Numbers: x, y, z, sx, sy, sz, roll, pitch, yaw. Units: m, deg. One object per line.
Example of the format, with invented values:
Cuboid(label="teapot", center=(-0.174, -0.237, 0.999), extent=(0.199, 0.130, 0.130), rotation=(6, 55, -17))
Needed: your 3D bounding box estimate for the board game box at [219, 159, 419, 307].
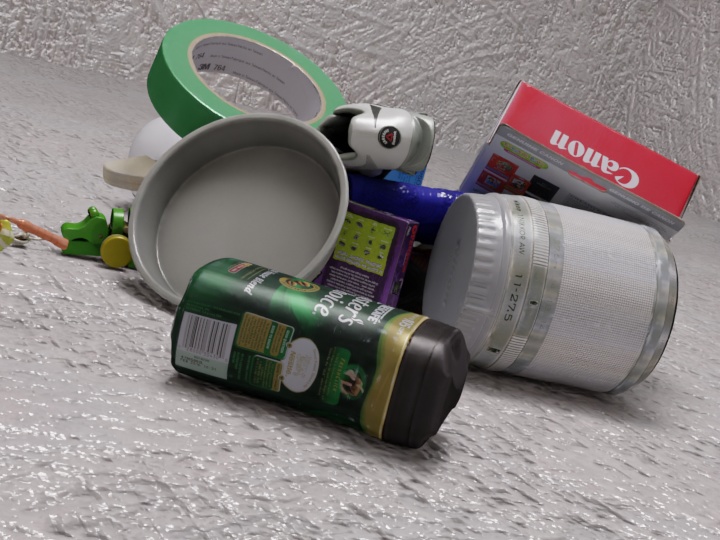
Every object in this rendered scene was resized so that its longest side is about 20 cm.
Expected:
Cuboid(label="board game box", center=(-0.053, -0.016, 1.095), extent=(0.200, 0.120, 0.032), rotation=(20, 7, 25))

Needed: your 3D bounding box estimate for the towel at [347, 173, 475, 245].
Cuboid(label="towel", center=(0.045, -0.055, 1.187), extent=(0.200, 0.050, 0.148), rotation=(7, -1, -26))

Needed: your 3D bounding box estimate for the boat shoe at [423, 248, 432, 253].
Cuboid(label="boat shoe", center=(0.122, 0.023, 1.314), extent=(0.201, 0.063, 0.073), rotation=(12, -26, -43))

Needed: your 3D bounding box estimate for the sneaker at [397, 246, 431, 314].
Cuboid(label="sneaker", center=(0.000, 0.000, 1.213), extent=(0.200, 0.071, 0.098), rotation=(18, 11, 28))

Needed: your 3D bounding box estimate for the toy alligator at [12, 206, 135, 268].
Cuboid(label="toy alligator", center=(-0.234, -0.036, 1.129), extent=(0.200, 0.054, 0.059), rotation=(11, 11, -19))

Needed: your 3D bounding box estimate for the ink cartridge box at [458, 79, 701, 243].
Cuboid(label="ink cartridge box", center=(0.217, -0.092, 1.184), extent=(0.200, 0.084, 0.176), rotation=(28, -19, 1))

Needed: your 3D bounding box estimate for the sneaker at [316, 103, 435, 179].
Cuboid(label="sneaker", center=(-0.003, -0.125, 1.124), extent=(0.088, 0.074, 0.200), rotation=(9, -3, -15))

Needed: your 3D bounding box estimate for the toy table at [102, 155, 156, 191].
Cuboid(label="toy table", center=(-0.156, -0.093, 1.255), extent=(0.200, 0.184, 0.117), rotation=(-3, 33, -38))

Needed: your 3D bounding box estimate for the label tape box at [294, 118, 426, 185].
Cuboid(label="label tape box", center=(-0.020, -0.091, 1.450), extent=(0.066, 0.143, 0.200), rotation=(6, 14, -38))

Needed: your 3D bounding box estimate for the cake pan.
Cuboid(label="cake pan", center=(-0.103, -0.046, 1.054), extent=(0.200, 0.200, 0.037), rotation=(20, -21, 24))

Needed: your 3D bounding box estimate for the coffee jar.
Cuboid(label="coffee jar", center=(-0.025, 0.057, 0.852), extent=(0.200, 0.085, 0.104), rotation=(17, 11, 11))

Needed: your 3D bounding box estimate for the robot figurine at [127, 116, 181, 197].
Cuboid(label="robot figurine", center=(-0.177, -0.114, 1.429), extent=(0.200, 0.150, 0.125), rotation=(6, 47, -40))

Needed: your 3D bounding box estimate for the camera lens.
Cuboid(label="camera lens", center=(0.173, 0.021, 1.098), extent=(0.200, 0.160, 0.160), rotation=(12, 11, -12))

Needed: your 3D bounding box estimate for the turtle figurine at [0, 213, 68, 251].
Cuboid(label="turtle figurine", center=(-0.328, -0.015, 0.875), extent=(0.200, 0.064, 0.161), rotation=(-5, 13, -37))

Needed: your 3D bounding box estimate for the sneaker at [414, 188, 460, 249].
Cuboid(label="sneaker", center=(0.090, -0.036, 1.335), extent=(0.200, 0.075, 0.087), rotation=(-9, -24, 10))

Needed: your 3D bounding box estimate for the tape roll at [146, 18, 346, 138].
Cuboid(label="tape roll", center=(-0.111, -0.174, 1.208), extent=(0.200, 0.048, 0.200), rotation=(21, 34, -15))
